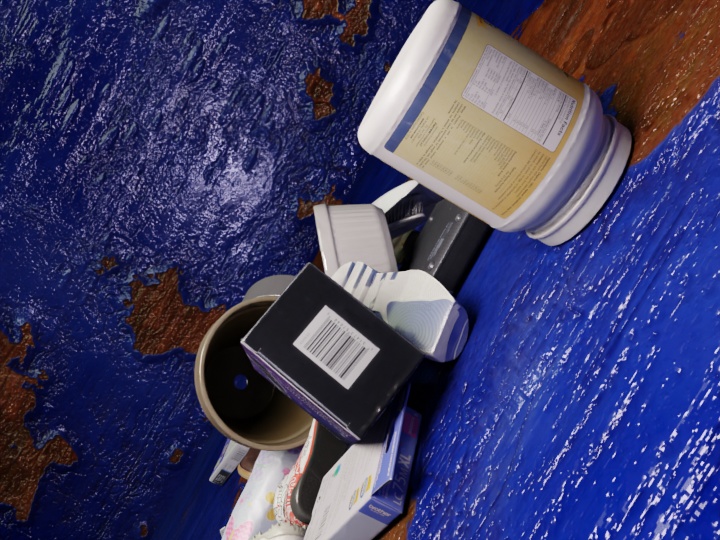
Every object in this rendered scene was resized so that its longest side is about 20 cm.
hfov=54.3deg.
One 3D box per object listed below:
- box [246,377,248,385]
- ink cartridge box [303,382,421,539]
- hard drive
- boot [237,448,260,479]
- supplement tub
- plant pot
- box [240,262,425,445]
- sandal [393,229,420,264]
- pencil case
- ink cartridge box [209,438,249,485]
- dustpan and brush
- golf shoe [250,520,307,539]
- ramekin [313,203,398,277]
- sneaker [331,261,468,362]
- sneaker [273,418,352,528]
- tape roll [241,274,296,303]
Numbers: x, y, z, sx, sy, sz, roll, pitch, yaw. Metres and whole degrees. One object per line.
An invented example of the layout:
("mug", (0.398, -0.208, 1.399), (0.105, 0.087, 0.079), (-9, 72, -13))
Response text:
("box", (-0.107, 0.147, 1.083), (0.200, 0.041, 0.156), (-22, 71, 46))
("ink cartridge box", (0.004, 0.213, 0.694), (0.200, 0.042, 0.119), (-57, 8, 37))
("hard drive", (0.105, -0.030, 0.893), (0.135, 0.042, 0.200), (-60, 8, 0))
("boot", (-0.146, 0.283, 1.230), (0.167, 0.072, 0.200), (-64, 5, -5))
("supplement tub", (0.114, -0.122, 0.609), (0.145, 0.200, 0.144), (-58, 9, 15))
("plant pot", (-0.145, 0.148, 0.975), (0.173, 0.200, 0.200), (-26, 34, 60))
("box", (-0.032, 0.097, 0.740), (0.104, 0.148, 0.200), (-50, -7, -15))
("sandal", (0.052, -0.045, 1.210), (0.082, 0.055, 0.200), (-61, 9, -2))
("pencil case", (-0.130, 0.320, 0.976), (0.091, 0.083, 0.200), (-17, 42, 57))
("ink cartridge box", (-0.308, 0.423, 1.813), (0.198, 0.043, 0.200), (-54, 13, 37))
("dustpan and brush", (0.033, -0.067, 1.084), (0.200, 0.057, 0.140), (-22, -16, 16))
("golf shoe", (-0.108, 0.376, 0.787), (0.200, 0.078, 0.097), (-61, 28, 17))
("ramekin", (0.000, 0.000, 0.974), (0.202, 0.094, 0.203), (169, 90, -88))
("sneaker", (0.060, 0.051, 0.787), (0.199, 0.115, 0.081), (20, 80, 52))
("sneaker", (-0.048, 0.224, 0.873), (0.108, 0.067, 0.202), (-50, 14, 52))
("tape roll", (-0.135, 0.108, 1.310), (0.200, 0.200, 0.066), (-55, 10, 34))
